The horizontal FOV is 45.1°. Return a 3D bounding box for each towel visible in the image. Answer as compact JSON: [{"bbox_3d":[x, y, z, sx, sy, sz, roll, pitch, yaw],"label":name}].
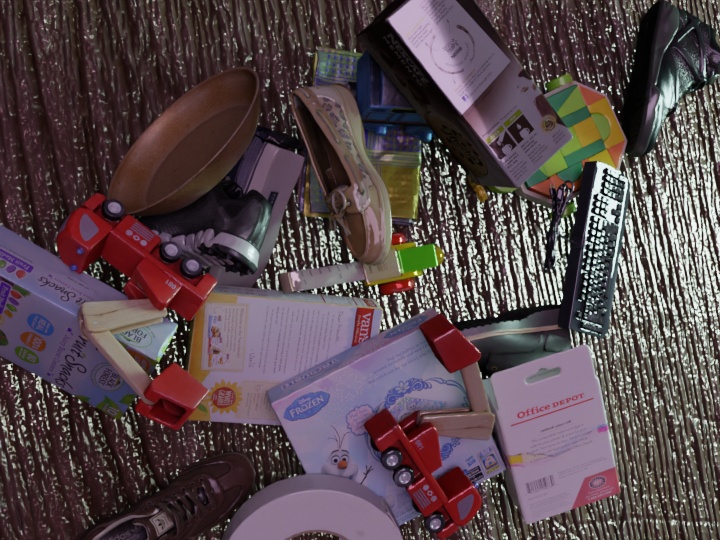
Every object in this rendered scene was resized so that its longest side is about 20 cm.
[{"bbox_3d":[0.006,-0.152,0.997,0.143,0.023,0.201,7,85,-13],"label":"towel"}]

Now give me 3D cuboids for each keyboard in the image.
[{"bbox_3d":[0.259,-0.029,1.001,0.127,0.021,0.201,15,81,-30],"label":"keyboard"}]

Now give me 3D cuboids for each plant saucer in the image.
[{"bbox_3d":[-0.171,-0.123,0.877,0.200,0.200,0.035,-51,125,-12],"label":"plant saucer"}]

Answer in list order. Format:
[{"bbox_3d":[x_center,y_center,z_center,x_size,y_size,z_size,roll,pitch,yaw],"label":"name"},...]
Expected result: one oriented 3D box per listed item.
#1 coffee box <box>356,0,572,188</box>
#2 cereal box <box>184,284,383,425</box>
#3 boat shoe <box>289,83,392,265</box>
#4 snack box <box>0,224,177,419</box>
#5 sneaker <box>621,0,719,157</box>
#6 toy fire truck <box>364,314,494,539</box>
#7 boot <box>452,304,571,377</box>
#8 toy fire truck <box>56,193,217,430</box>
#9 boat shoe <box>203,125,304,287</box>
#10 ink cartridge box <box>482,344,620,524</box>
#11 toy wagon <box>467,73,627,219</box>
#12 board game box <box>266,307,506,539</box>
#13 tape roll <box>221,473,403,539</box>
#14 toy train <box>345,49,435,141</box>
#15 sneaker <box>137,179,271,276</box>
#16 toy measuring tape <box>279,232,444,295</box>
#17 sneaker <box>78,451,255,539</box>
[{"bbox_3d":[0.098,-0.181,0.836,0.080,0.113,0.200,-43,105,-5],"label":"coffee box"},{"bbox_3d":[-0.084,0.094,0.927,0.199,0.040,0.144,7,104,-16],"label":"cereal box"},{"bbox_3d":[-0.023,-0.098,0.904,0.063,0.073,0.201,-10,76,-35],"label":"boat shoe"},{"bbox_3d":[-0.295,0.053,0.846,0.200,0.142,0.053,31,49,-11],"label":"snack box"},{"bbox_3d":[0.391,-0.226,1.070,0.114,0.076,0.200,18,77,-6],"label":"sneaker"},{"bbox_3d":[0.085,0.162,0.886,0.141,0.049,0.200,-34,109,-4],"label":"toy fire truck"},{"bbox_3d":[0.161,0.122,0.994,0.199,0.077,0.139,-9,93,-13],"label":"boot"},{"bbox_3d":[-0.205,0.033,0.785,0.200,0.049,0.141,37,46,-4],"label":"toy fire truck"},{"bbox_3d":[-0.138,-0.066,0.940,0.093,0.075,0.200,31,100,30],"label":"boat shoe"},{"bbox_3d":[0.206,0.168,0.957,0.116,0.068,0.201,-17,114,-2],"label":"ink cartridge box"},{"bbox_3d":[0.224,-0.140,1.041,0.200,0.040,0.156,-27,93,-14],"label":"toy wagon"},{"bbox_3d":[0.031,0.172,0.932,0.200,0.043,0.200,-26,109,-6],"label":"board game box"},{"bbox_3d":[-0.050,0.310,0.911,0.202,0.037,0.204,-2,105,-8],"label":"tape roll"},{"bbox_3d":[0.082,-0.191,0.949,0.199,0.114,0.087,2,86,-14],"label":"toy train"},{"bbox_3d":[-0.155,-0.048,0.871,0.066,0.200,0.091,40,68,-39],"label":"sneaker"},{"bbox_3d":[0.000,0.000,0.957,0.199,0.074,0.074,-11,89,-22],"label":"toy measuring tape"},{"bbox_3d":[-0.195,0.258,0.892,0.200,0.076,0.071,-29,93,-14],"label":"sneaker"}]
